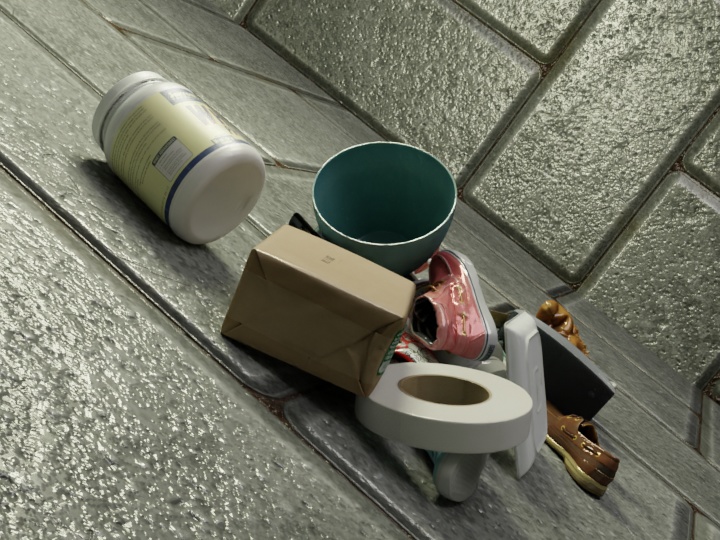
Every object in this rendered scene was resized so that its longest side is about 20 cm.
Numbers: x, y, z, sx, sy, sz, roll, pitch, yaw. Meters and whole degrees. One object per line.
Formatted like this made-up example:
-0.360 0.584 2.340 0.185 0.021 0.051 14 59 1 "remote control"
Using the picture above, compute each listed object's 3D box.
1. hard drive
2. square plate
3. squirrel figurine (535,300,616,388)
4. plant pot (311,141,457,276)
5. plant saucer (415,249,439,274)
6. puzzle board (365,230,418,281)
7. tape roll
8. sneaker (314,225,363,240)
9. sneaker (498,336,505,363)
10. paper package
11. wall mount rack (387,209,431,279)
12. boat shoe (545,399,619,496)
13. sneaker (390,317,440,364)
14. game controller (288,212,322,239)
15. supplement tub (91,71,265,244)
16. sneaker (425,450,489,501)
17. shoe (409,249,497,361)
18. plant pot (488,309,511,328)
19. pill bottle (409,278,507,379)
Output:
0.295 0.160 1.688 0.200 0.135 0.042 40 36 10 "hard drive"
0.229 0.161 1.448 0.028 0.202 0.198 -4 2 17 "square plate"
0.371 0.166 1.895 0.187 0.142 0.200 48 18 19 "squirrel figurine"
0.033 -0.063 1.497 0.200 0.199 0.135 45 -28 32 "plant pot"
0.033 -0.062 1.760 0.200 0.201 0.051 36 53 -1 "plant saucer"
0.031 -0.001 1.634 0.200 0.017 0.151 44 -23 32 "puzzle board"
0.093 0.150 1.193 0.201 0.037 0.203 5 13 -1 "tape roll"
0.000 0.000 1.580 0.200 0.088 0.074 39 15 10 "sneaker"
0.209 0.154 1.611 0.118 0.074 0.200 19 19 -38 "sneaker"
-0.042 0.039 1.217 0.190 0.104 0.200 24 12 2 "paper package"
0.033 -0.047 1.682 0.173 0.075 0.201 7 -46 27 "wall mount rack"
0.326 0.253 1.597 0.072 0.068 0.200 29 15 -30 "boat shoe"
0.040 0.100 1.377 0.108 0.067 0.202 24 20 -52 "sneaker"
-0.045 -0.011 1.471 0.200 0.042 0.105 46 -21 57 "game controller"
-0.232 -0.145 1.346 0.200 0.145 0.145 42 14 23 "supplement tub"
0.099 0.203 1.208 0.081 0.075 0.200 9 10 17 "sneaker"
0.108 0.036 1.405 0.090 0.072 0.201 13 35 -26 "shoe"
0.165 0.069 1.761 0.198 0.028 0.200 13 -2 0 "plant pot"
0.124 0.107 1.481 0.109 0.110 0.200 23 19 -46 "pill bottle"
